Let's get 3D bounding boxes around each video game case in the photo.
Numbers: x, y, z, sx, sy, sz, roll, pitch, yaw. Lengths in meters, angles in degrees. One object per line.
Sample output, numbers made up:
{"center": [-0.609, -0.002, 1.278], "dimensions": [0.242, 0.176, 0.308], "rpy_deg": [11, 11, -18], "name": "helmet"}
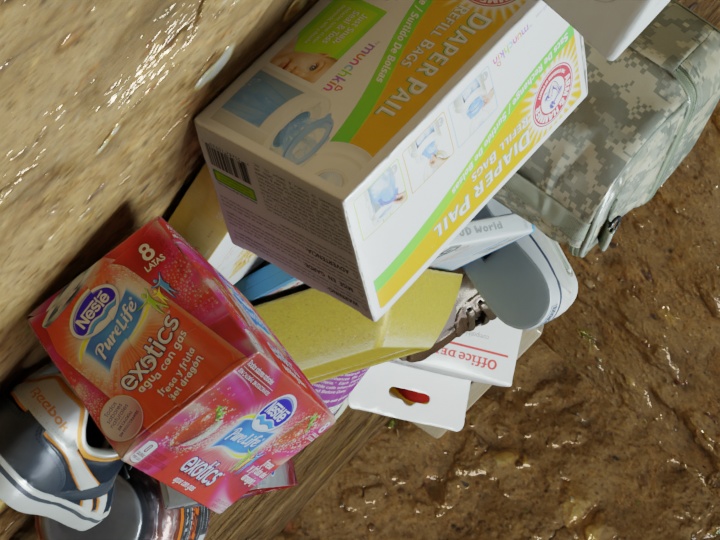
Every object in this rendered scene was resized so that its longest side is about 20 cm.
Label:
{"center": [0.000, 0.000, 1.453], "dimensions": [0.199, 0.018, 0.143], "rpy_deg": [-11, 171, -36], "name": "video game case"}

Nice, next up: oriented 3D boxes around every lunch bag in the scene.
{"center": [0.117, -0.115, 1.428], "dimensions": [0.168, 0.199, 0.140], "rpy_deg": [-45, 165, -39], "name": "lunch bag"}

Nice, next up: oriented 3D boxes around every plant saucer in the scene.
{"center": [-0.037, 0.049, 1.474], "dimensions": [0.199, 0.049, 0.200], "rpy_deg": [-18, 172, 15], "name": "plant saucer"}

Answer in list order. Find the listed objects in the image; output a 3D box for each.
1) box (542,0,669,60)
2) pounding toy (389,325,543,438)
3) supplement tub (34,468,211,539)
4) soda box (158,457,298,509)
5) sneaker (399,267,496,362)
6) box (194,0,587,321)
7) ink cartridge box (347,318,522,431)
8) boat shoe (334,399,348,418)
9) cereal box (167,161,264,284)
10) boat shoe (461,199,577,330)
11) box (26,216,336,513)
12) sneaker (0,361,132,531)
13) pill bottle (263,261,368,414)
{"center": [0.125, -0.227, 1.035], "dimensions": [0.106, 0.152, 0.200], "rpy_deg": [-46, 173, -28], "name": "box"}
{"center": [0.026, 0.037, 1.833], "dimensions": [0.184, 0.199, 0.143], "rpy_deg": [-49, -166, 36], "name": "pounding toy"}
{"center": [-0.172, 0.175, 1.559], "dimensions": [0.107, 0.107, 0.200], "rpy_deg": [-49, 174, 1], "name": "supplement tub"}
{"center": [-0.094, 0.130, 1.536], "dimensions": [0.069, 0.064, 0.200], "rpy_deg": [-14, 174, 4], "name": "soda box"}
{"center": [0.104, -0.002, 1.619], "dimensions": [0.200, 0.075, 0.071], "rpy_deg": [-52, 163, -17], "name": "sneaker"}
{"center": [0.022, -0.090, 1.186], "dimensions": [0.200, 0.112, 0.102], "rpy_deg": [-47, 146, -24], "name": "box"}
{"center": [0.069, 0.022, 1.709], "dimensions": [0.068, 0.115, 0.202], "rpy_deg": [3, -100, 63], "name": "ink cartridge box"}
{"center": [-0.088, 0.120, 1.783], "dimensions": [0.199, 0.072, 0.067], "rpy_deg": [-28, 169, 30], "name": "boat shoe"}
{"center": [-0.059, -0.046, 1.331], "dimensions": [0.200, 0.039, 0.144], "rpy_deg": [-41, 171, -50], "name": "cereal box"}
{"center": [0.094, -0.054, 1.565], "dimensions": [0.075, 0.202, 0.086], "rpy_deg": [-43, 166, 32], "name": "boat shoe"}
{"center": [-0.096, 0.058, 1.219], "dimensions": [0.095, 0.100, 0.200], "rpy_deg": [-38, 161, 0], "name": "box"}
{"center": [-0.170, 0.104, 1.294], "dimensions": [0.079, 0.078, 0.200], "rpy_deg": [-43, 172, -1], "name": "sneaker"}
{"center": [-0.029, 0.030, 1.644], "dimensions": [0.200, 0.112, 0.112], "rpy_deg": [-53, 172, 36], "name": "pill bottle"}
